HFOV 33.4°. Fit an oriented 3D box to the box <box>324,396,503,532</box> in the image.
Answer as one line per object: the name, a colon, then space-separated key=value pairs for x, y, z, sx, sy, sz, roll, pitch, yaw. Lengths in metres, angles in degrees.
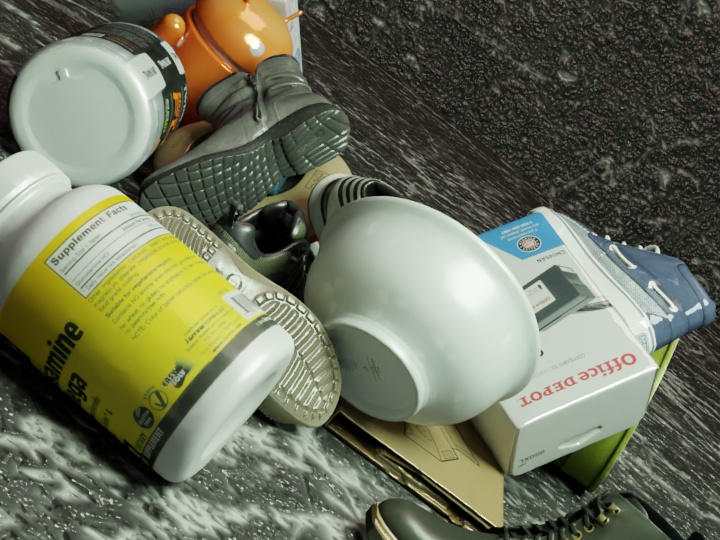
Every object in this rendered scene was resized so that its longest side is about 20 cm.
box: x=0.052 y=0.136 z=1.017 sx=0.163 sy=0.021 sz=0.200 roll=37 pitch=16 yaw=-3

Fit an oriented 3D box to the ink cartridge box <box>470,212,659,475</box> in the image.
ink cartridge box: x=0.148 y=0.062 z=1.070 sx=0.084 sy=0.144 sz=0.200 roll=89 pitch=-25 yaw=-51

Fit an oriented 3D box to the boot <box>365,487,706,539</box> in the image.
boot: x=0.117 y=0.179 z=0.815 sx=0.200 sy=0.138 sz=0.077 roll=33 pitch=16 yaw=-13

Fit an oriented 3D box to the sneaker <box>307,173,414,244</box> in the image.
sneaker: x=0.029 y=0.014 z=0.989 sx=0.201 sy=0.076 sz=0.115 roll=64 pitch=-20 yaw=-14

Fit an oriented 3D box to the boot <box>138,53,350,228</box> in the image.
boot: x=-0.119 y=-0.114 z=1.061 sx=0.132 sy=0.200 sz=0.070 roll=48 pitch=-25 yaw=44

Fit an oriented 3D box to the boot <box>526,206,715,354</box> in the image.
boot: x=0.240 y=0.000 z=1.124 sx=0.073 sy=0.090 sz=0.200 roll=85 pitch=-21 yaw=-46

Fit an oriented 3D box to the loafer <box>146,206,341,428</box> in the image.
loafer: x=-0.094 y=0.037 z=0.871 sx=0.200 sy=0.068 sz=0.076 roll=48 pitch=55 yaw=-12

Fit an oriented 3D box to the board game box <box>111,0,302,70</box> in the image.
board game box: x=-0.165 y=-0.263 z=1.306 sx=0.200 sy=0.043 sz=0.199 roll=13 pitch=-25 yaw=6

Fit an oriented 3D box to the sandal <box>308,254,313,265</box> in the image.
sandal: x=-0.039 y=-0.003 z=1.179 sx=0.200 sy=0.043 sz=0.076 roll=31 pitch=16 yaw=-23

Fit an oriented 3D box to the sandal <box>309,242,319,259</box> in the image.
sandal: x=0.005 y=0.002 z=1.132 sx=0.082 sy=0.050 sz=0.203 roll=20 pitch=32 yaw=-42

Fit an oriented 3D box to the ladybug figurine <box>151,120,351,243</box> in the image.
ladybug figurine: x=-0.096 y=-0.074 z=1.107 sx=0.200 sy=0.072 sz=0.136 roll=19 pitch=51 yaw=18

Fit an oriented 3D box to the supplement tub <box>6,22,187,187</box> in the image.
supplement tub: x=-0.219 y=-0.150 z=1.042 sx=0.122 sy=0.123 sz=0.200 roll=36 pitch=16 yaw=-8

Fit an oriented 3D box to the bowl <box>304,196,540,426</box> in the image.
bowl: x=0.028 y=0.050 z=0.912 sx=0.201 sy=0.201 sz=0.090 roll=39 pitch=53 yaw=6

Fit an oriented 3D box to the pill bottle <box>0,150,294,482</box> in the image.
pill bottle: x=-0.147 y=0.023 z=0.715 sx=0.200 sy=0.112 sz=0.112 roll=39 pitch=15 yaw=7

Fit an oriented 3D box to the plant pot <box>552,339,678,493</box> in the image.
plant pot: x=0.192 y=0.088 z=1.207 sx=0.193 sy=0.201 sz=0.200 roll=28 pitch=13 yaw=9

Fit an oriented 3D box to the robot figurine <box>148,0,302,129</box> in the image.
robot figurine: x=-0.149 y=-0.201 z=1.194 sx=0.144 sy=0.200 sz=0.117 roll=42 pitch=23 yaw=-16

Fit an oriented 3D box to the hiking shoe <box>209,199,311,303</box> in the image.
hiking shoe: x=-0.066 y=-0.005 z=1.010 sx=0.076 sy=0.101 sz=0.200 roll=45 pitch=16 yaw=24
